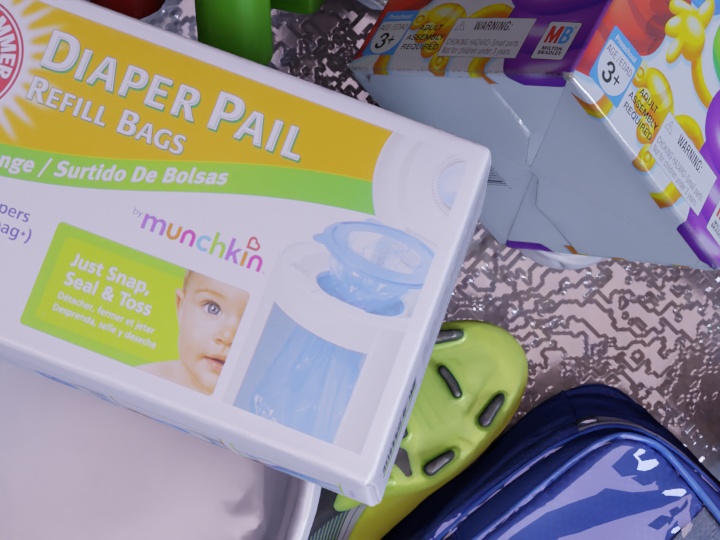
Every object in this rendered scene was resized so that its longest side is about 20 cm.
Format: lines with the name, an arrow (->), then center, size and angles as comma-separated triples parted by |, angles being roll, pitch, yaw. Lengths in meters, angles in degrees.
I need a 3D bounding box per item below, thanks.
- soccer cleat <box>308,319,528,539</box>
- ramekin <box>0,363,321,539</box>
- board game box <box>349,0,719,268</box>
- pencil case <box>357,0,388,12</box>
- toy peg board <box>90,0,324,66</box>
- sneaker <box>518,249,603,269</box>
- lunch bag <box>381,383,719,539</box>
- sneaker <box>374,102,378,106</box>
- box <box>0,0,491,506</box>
soccer cleat -> -0.009, 0.092, 0.773 | 0.200, 0.084, 0.065 | -44, 76, 8
ramekin -> -0.110, 0.066, 0.688 | 0.198, 0.105, 0.202 | 0, 80, 1
board game box -> 0.104, -0.116, 0.642 | 0.105, 0.103, 0.201 | 45, 66, -37
pencil case -> -0.057, -0.151, 0.758 | 0.198, 0.078, 0.090 | 3, 83, 1
toy peg board -> -0.074, -0.162, 0.652 | 0.197, 0.200, 0.098 | 15, 132, 20
sneaker -> 0.129, -0.085, 0.747 | 0.077, 0.099, 0.201 | 28, 94, -1
lunch bag -> 0.073, 0.153, 0.750 | 0.200, 0.132, 0.136 | -42, 92, 3
sneaker -> 0.000, 0.000, 0.782 | 0.075, 0.071, 0.200 | 39, 100, -20
box -> -0.069, -0.012, 0.596 | 0.198, 0.101, 0.113 | 20, 81, 5
